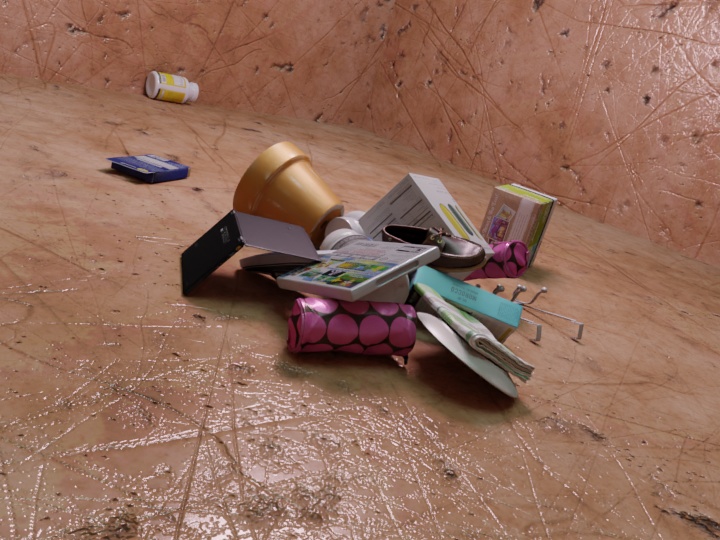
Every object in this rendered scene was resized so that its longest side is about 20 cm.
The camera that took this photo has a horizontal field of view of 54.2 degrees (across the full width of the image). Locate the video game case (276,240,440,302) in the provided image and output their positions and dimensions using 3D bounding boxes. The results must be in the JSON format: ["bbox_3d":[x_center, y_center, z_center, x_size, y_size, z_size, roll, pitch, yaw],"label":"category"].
[{"bbox_3d":[-0.006,-0.004,1.108,0.182,0.022,0.200,-26,20,-34],"label":"video game case"}]

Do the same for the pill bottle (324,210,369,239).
[{"bbox_3d":[0.019,-0.075,1.545,0.112,0.113,0.200,29,22,35],"label":"pill bottle"}]

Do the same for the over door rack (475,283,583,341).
[{"bbox_3d":[0.348,0.074,1.454,0.148,0.067,0.200,2,22,-36],"label":"over door rack"}]

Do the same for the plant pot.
[{"bbox_3d":[-0.142,-0.145,1.523,0.183,0.200,0.200,38,23,15],"label":"plant pot"}]

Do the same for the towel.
[{"bbox_3d":[0.178,0.091,1.117,0.149,0.031,0.200,35,7,-32],"label":"towel"}]

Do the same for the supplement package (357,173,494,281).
[{"bbox_3d":[0.131,-0.065,1.400,0.200,0.151,0.152,56,25,15],"label":"supplement package"}]

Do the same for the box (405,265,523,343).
[{"bbox_3d":[0.181,0.063,1.263,0.200,0.082,0.049,23,58,0],"label":"box"}]

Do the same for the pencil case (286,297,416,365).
[{"bbox_3d":[-0.015,0.090,1.053,0.200,0.094,0.091,8,64,-26],"label":"pencil case"}]

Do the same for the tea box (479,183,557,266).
[{"bbox_3d":[0.408,-0.113,1.861,0.133,0.200,0.197,24,20,23],"label":"tea box"}]

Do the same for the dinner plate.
[{"bbox_3d":[0.170,0.123,1.087,0.200,0.024,0.200,38,6,-4],"label":"dinner plate"}]

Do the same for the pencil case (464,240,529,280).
[{"bbox_3d":[0.270,-0.021,1.502,0.094,0.091,0.200,1,-1,-33],"label":"pencil case"}]

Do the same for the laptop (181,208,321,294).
[{"bbox_3d":[-0.195,-0.023,1.211,0.116,0.200,0.187,49,3,-25],"label":"laptop"}]

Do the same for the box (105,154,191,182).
[{"bbox_3d":[-0.527,-0.254,1.745,0.121,0.032,0.200,20,16,14],"label":"box"}]

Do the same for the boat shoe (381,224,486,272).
[{"bbox_3d":[0.127,-0.043,1.267,0.200,0.070,0.070,6,34,27],"label":"boat shoe"}]

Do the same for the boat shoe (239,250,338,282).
[{"bbox_3d":[-0.127,0.001,1.257,0.200,0.068,0.072,-2,7,21],"label":"boat shoe"}]

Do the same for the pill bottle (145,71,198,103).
[{"bbox_3d":[-0.794,-0.770,2.975,0.200,0.112,0.112,1,23,-41],"label":"pill bottle"}]

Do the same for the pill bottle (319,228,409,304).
[{"bbox_3d":[0.000,0.000,1.292,0.114,0.114,0.200,7,20,-26],"label":"pill bottle"}]
